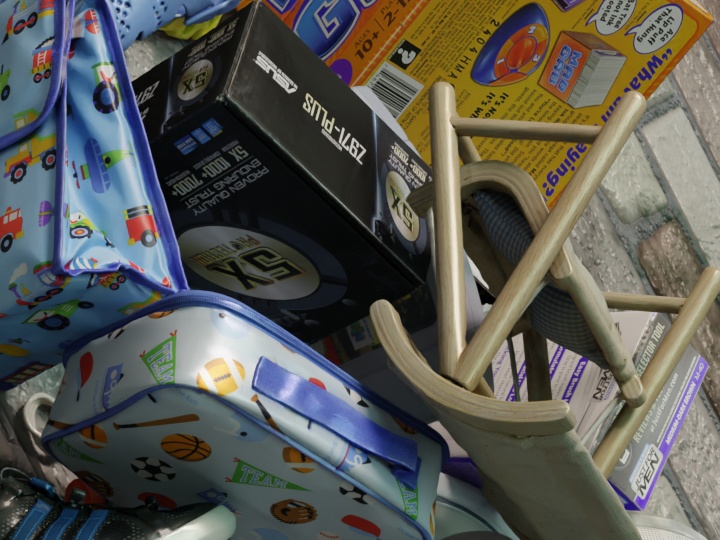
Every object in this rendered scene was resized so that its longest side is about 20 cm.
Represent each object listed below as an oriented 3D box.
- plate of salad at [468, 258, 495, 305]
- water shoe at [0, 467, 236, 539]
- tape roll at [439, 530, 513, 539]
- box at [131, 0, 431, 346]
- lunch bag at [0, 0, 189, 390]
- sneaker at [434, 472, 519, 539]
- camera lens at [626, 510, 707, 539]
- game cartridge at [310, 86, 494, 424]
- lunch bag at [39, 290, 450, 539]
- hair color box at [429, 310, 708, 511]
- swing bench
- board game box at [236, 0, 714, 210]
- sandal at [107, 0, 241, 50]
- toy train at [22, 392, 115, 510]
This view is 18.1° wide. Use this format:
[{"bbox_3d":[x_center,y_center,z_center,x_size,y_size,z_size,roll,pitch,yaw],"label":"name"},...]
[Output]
[{"bbox_3d":[0.052,-0.019,1.522,0.200,0.048,0.200,43,6,-6],"label":"plate of salad"},{"bbox_3d":[-0.160,0.131,1.124,0.199,0.072,0.079,-15,78,-19],"label":"water shoe"},{"bbox_3d":[0.052,0.249,1.273,0.066,0.200,0.201,38,43,-28],"label":"tape roll"},{"bbox_3d":[-0.081,-0.031,1.279,0.164,0.199,0.086,43,39,-26],"label":"box"},{"bbox_3d":[-0.185,-0.058,1.208,0.094,0.150,0.201,13,59,-46],"label":"lunch bag"},{"bbox_3d":[0.067,0.191,1.434,0.200,0.073,0.071,37,45,-30],"label":"sneaker"},{"bbox_3d":[0.163,0.255,1.341,0.160,0.160,0.200,40,21,-29],"label":"camera lens"},{"bbox_3d":[0.000,0.000,1.351,0.041,0.133,0.201,-17,83,-58],"label":"game cartridge"},{"bbox_3d":[-0.054,0.092,1.179,0.199,0.160,0.076,33,52,-28],"label":"lunch bag"},{"bbox_3d":[0.110,0.088,1.421,0.065,0.199,0.110,42,63,-28],"label":"hair color box"},{"bbox_3d":[0.099,0.037,1.224,0.199,0.129,0.201,57,44,-53],"label":"swing bench"},{"bbox_3d":[0.065,-0.179,1.493,0.199,0.200,0.200,28,19,-38],"label":"board game box"},{"bbox_3d":[-0.132,-0.180,1.405,0.200,0.087,0.080,-28,93,-52],"label":"sandal"},{"bbox_3d":[-0.142,0.160,1.210,0.150,0.055,0.201,38,44,-32],"label":"toy train"}]
